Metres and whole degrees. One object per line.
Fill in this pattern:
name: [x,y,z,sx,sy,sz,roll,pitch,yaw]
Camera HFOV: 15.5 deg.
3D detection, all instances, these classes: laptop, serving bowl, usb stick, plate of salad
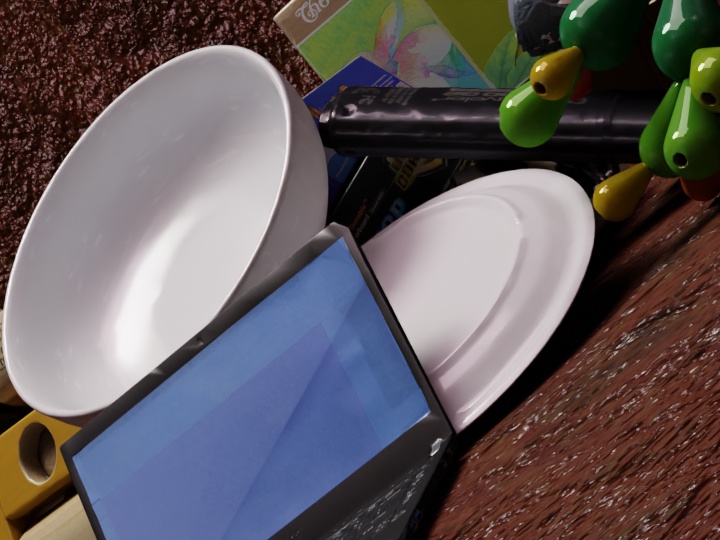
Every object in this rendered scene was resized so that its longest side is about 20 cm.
laptop: [-0.059,0.093,1.075,0.177,0.103,0.200,-39,4,19]
serving bowl: [-0.084,-0.006,1.280,0.200,0.066,0.201,-29,43,32]
usb stick: [0.080,-0.068,1.258,0.199,0.033,0.055,3,21,17]
plate of salad: [0.027,0.033,1.179,0.200,0.048,0.200,-33,26,18]

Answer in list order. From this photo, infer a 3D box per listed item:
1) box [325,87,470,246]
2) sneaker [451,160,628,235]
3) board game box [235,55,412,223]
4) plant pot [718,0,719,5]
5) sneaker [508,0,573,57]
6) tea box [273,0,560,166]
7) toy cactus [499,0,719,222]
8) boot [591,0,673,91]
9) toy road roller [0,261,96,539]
box: [0.000,0.000,1.399,0.159,0.046,0.200,-59,-3,-7]
sneaker: [0.094,-0.042,1.318,0.080,0.074,0.200,-37,5,3]
board game box: [-0.032,-0.034,1.424,0.135,0.045,0.200,-60,-3,16]
plant pot: [0.224,-0.205,1.201,0.179,0.200,0.200,-56,-6,35]
sneaker: [0.122,-0.171,1.295,0.077,0.087,0.200,-26,7,43]
tea box: [0.090,-0.147,1.585,0.200,0.197,0.134,-40,4,14]
toy cactus: [0.148,-0.115,1.125,0.102,0.166,0.199,16,-27,-41]
boot: [0.165,-0.113,1.370,0.200,0.073,0.155,-37,6,-18]
toy road roller: [-0.122,0.088,1.409,0.145,0.201,0.123,2,-28,-44]
